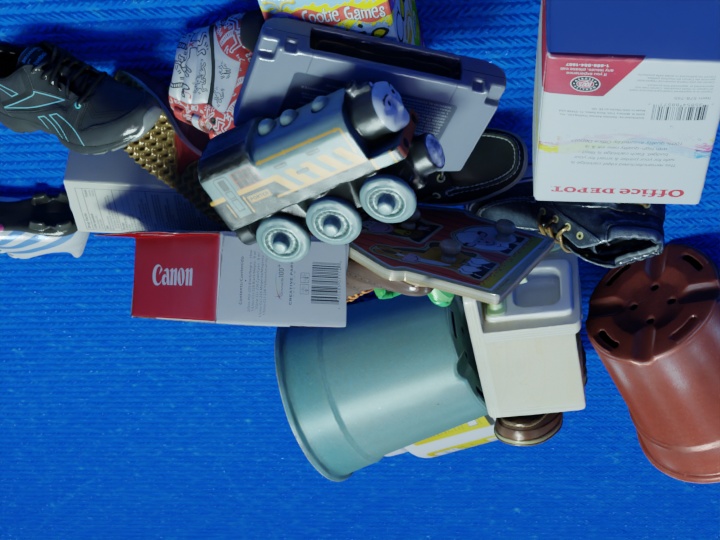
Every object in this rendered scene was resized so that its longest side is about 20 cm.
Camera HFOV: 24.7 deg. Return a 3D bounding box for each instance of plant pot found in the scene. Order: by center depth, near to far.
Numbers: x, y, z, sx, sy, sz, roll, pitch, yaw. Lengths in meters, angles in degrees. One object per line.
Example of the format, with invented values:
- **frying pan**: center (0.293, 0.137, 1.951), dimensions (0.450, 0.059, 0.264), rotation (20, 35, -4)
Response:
- **plant pot**: center (0.341, 0.086, 1.718), dimensions (0.201, 0.201, 0.195), rotation (-15, 135, 29)
- **plant pot**: center (0.038, 0.110, 1.796), dimensions (0.196, 0.200, 0.200), rotation (-18, 142, 21)

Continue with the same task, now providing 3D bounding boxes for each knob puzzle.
- **knob puzzle**: center (0.064, -0.035, 1.524), dimensions (0.219, 0.220, 0.030), rotation (7, 113, -3)

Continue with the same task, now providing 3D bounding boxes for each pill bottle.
- **pill bottle**: center (0.102, 0.157, 1.925), dimensions (0.200, 0.111, 0.111), rotation (-20, 141, 34)

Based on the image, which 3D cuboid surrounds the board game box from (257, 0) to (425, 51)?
- **board game box**: center (-0.010, -0.202, 1.359), dimensions (0.103, 0.105, 0.200), rotation (-3, 149, 10)

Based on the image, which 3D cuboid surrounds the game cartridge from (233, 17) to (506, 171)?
- **game cartridge**: center (0.003, -0.137, 1.332), dimensions (0.200, 0.042, 0.133), rotation (11, 152, -12)

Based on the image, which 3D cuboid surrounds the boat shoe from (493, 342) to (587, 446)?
- **boat shoe**: center (0.196, 0.125, 1.798), dimensions (0.072, 0.200, 0.068), rotation (10, 118, 23)

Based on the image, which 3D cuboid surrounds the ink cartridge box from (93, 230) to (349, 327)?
- **ink cartridge box**: center (-0.135, 0.007, 1.518), dimensions (0.175, 0.084, 0.200), rotation (3, 178, -29)

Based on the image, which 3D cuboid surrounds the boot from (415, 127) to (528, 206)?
- **boot**: center (0.040, -0.097, 1.497), dimensions (0.203, 0.074, 0.154), rotation (-3, 178, 19)

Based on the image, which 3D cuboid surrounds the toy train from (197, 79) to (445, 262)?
- **toy train**: center (-0.034, -0.082, 1.311), dimensions (0.200, 0.085, 0.114), rotation (-20, 122, 30)

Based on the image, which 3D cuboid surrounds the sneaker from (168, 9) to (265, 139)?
- **sneaker**: center (-0.106, -0.122, 1.439), dimensions (0.108, 0.202, 0.067), rotation (-8, 180, 30)

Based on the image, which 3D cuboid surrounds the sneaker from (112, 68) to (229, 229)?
- **sneaker**: center (-0.146, -0.118, 1.514), dimensions (0.200, 0.090, 0.075), rotation (44, 129, 12)

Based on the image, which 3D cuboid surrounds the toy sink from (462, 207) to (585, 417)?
- **toy sink**: center (0.173, 0.038, 1.688), dimensions (0.112, 0.130, 0.200), rotation (-6, 138, 9)

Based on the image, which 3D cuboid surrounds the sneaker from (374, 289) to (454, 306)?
- **sneaker**: center (0.016, -0.017, 1.626), dimensions (0.200, 0.084, 0.074), rotation (21, -171, 35)

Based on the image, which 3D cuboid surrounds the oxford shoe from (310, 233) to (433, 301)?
- **oxford shoe**: center (0.000, 0.000, 1.565), dimensions (0.071, 0.073, 0.200), rotation (-13, -157, -40)

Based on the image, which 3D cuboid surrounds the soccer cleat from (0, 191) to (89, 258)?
- **soccer cleat**: center (-0.380, -0.043, 1.703), dimensions (0.200, 0.070, 0.086), rotation (5, 148, -1)

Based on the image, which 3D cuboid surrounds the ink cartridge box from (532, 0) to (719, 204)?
- **ink cartridge box**: center (0.217, -0.166, 1.348), dimensions (0.145, 0.145, 0.200), rotation (2, 148, 3)

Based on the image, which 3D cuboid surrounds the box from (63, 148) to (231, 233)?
- **box**: center (-0.179, -0.087, 1.595), dimensions (0.200, 0.078, 0.095), rotation (4, 149, 2)

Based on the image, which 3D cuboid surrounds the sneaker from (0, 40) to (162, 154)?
- **sneaker**: center (-0.266, -0.157, 1.464), dimensions (0.200, 0.075, 0.079), rotation (11, 139, 32)

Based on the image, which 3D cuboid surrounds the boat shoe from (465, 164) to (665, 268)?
- **boat shoe**: center (0.197, -0.050, 1.591), dimensions (0.200, 0.091, 0.071), rotation (-6, 147, 18)
